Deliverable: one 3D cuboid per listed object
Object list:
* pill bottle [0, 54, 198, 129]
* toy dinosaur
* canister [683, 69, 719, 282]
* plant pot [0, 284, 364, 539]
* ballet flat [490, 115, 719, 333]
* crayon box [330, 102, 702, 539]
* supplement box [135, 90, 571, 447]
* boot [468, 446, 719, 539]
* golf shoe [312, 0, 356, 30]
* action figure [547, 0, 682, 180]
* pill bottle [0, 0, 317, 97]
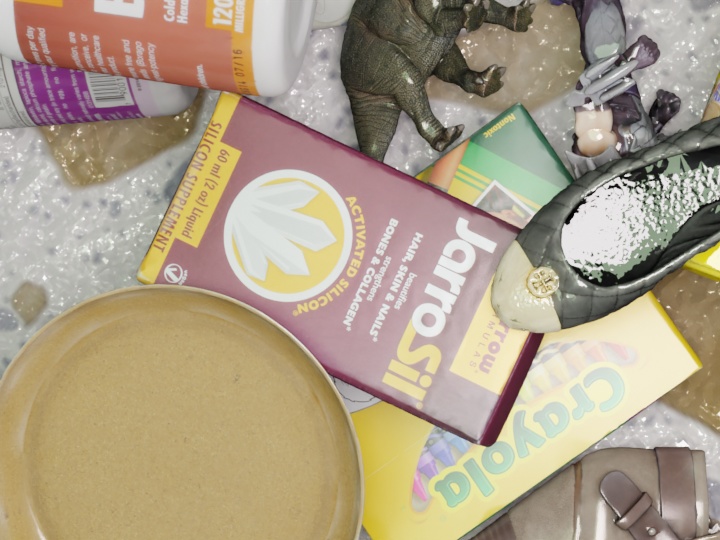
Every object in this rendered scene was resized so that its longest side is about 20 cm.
[{"bbox_3d":[-0.194,-0.134,1.352,0.198,0.112,0.113,-4,86,8],"label":"pill bottle"},{"bbox_3d":[0.028,-0.128,1.326,0.102,0.077,0.201,34,128,30],"label":"toy dinosaur"},{"bbox_3d":[0.223,-0.088,1.271,0.086,0.149,0.201,21,92,8],"label":"canister"},{"bbox_3d":[-0.093,0.103,1.240,0.198,0.027,0.202,2,102,10],"label":"plant pot"},{"bbox_3d":[0.148,-0.033,1.182,0.199,0.057,0.067,-31,87,8],"label":"ballet flat"},{"bbox_3d":[0.056,0.039,1.332,0.199,0.058,0.173,-35,82,5],"label":"crayon box"},{"bbox_3d":[0.000,0.000,1.268,0.199,0.086,0.111,25,90,8],"label":"supplement box"},{"bbox_3d":[0.146,0.196,1.309,0.145,0.070,0.201,-17,92,-1],"label":"boot"},{"bbox_3d":[-0.029,-0.230,1.365,0.096,0.078,0.202,2,90,-11],"label":"golf shoe"},{"bbox_3d":[0.134,-0.109,1.299,0.069,0.130,0.201,-10,74,5],"label":"action figure"},{"bbox_3d":[-0.125,-0.154,1.231,0.198,0.112,0.113,8,88,7],"label":"pill bottle"}]
